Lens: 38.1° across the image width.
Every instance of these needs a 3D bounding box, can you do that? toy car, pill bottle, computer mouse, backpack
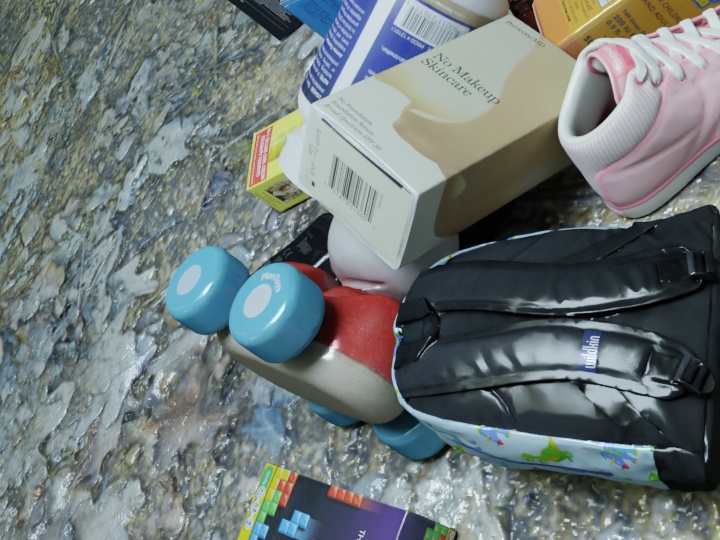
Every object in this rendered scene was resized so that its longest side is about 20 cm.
[{"bbox_3d":[0.000,0.000,0.760,0.176,0.184,0.201,13,69,52],"label":"toy car"},{"bbox_3d":[0.020,-0.150,0.816,0.201,0.115,0.116,-59,35,23],"label":"pill bottle"},{"bbox_3d":[-0.017,0.000,0.888,0.200,0.046,0.140,-45,34,-1],"label":"computer mouse"},{"bbox_3d":[0.115,0.053,0.630,0.199,0.154,0.164,0,66,19],"label":"backpack"}]

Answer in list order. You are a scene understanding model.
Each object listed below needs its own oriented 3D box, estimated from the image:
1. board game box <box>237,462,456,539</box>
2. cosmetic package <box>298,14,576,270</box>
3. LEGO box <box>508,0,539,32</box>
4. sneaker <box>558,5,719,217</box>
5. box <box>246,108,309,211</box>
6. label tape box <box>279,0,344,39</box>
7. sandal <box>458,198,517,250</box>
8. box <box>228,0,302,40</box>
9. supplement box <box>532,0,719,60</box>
[{"bbox_3d":[-0.037,0.251,0.729,0.165,0.057,0.201,3,68,51],"label":"board game box"},{"bbox_3d":[0.066,-0.094,0.711,0.105,0.200,0.071,41,142,23],"label":"cosmetic package"},{"bbox_3d":[0.109,-0.312,0.855,0.077,0.149,0.201,-31,43,13],"label":"LEGO box"},{"bbox_3d":[0.210,-0.132,0.668,0.200,0.104,0.075,-47,37,14],"label":"sneaker"},{"bbox_3d":[-0.021,-0.127,0.970,0.199,0.050,0.076,-22,51,39],"label":"box"},{"bbox_3d":[0.020,-0.293,0.960,0.063,0.144,0.201,-9,59,45],"label":"label tape box"},{"bbox_3d":[0.096,-0.105,0.824,0.075,0.048,0.202,0,65,48],"label":"sandal"},{"bbox_3d":[-0.109,-0.361,1.106,0.141,0.200,0.079,-30,45,32],"label":"box"},{"bbox_3d":[0.224,-0.214,0.739,0.200,0.066,0.069,-36,43,29],"label":"supplement box"}]
